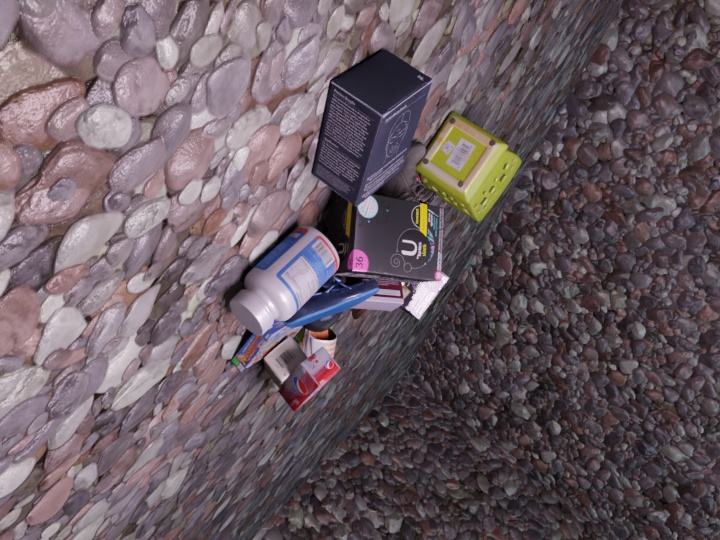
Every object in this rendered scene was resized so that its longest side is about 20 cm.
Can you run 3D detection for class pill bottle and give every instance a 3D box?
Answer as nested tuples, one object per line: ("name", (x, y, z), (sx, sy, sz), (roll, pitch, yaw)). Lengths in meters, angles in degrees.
("pill bottle", (-0.139, 0.019, 1.190), (0.200, 0.112, 0.113), (-45, 163, -28))

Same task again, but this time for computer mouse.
("computer mouse", (-0.058, 0.079, 1.403), (0.139, 0.053, 0.200), (-48, 177, 26))

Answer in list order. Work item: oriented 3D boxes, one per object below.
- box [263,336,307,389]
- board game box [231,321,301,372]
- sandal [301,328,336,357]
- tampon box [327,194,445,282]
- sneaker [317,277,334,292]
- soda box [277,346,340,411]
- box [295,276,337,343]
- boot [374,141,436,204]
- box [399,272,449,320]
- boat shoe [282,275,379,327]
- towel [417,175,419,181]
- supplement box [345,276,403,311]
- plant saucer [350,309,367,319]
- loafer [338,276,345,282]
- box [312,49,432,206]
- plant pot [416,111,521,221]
("box", (-0.173, 0.216, 1.514), (0.082, 0.069, 0.200), (-39, 173, -17))
("board game box", (-0.178, 0.131, 1.419), (0.136, 0.034, 0.200), (-49, 170, 32))
("sandal", (-0.094, 0.150, 1.560), (0.079, 0.059, 0.209), (-8, 105, -36))
("tampon box", (0.048, -0.058, 1.290), (0.126, 0.198, 0.152), (-7, -102, 61))
("sneaker", (-0.132, 0.048, 1.335), (0.200, 0.082, 0.074), (-40, 162, -35))
("soda box", (-0.115, 0.240, 1.436), (0.070, 0.064, 0.200), (-36, 171, -32))
("box", (-0.080, 0.091, 1.657), (0.201, 0.048, 0.122), (-56, 163, 8))
("boot", (0.118, -0.197, 1.470), (0.200, 0.130, 0.068), (-44, 163, -33))
("box", (0.124, 0.030, 1.640), (0.133, 0.114, 0.200), (-53, -172, -2))
("boat shoe", (-0.062, 0.047, 1.271), (0.198, 0.069, 0.084), (-18, 164, -14))
("towel", (0.077, -0.127, 1.538), (0.199, 0.022, 0.146), (-32, 127, -37))
("supplement box", (0.024, -0.020, 1.396), (0.108, 0.202, 0.061), (6, 158, -26))
("plant saucer", (0.034, 0.033, 1.636), (0.201, 0.029, 0.200), (-53, -172, 11))
("loafer", (0.000, 0.000, 1.632), (0.068, 0.076, 0.200), (-55, 173, 36))
("box", (0.016, -0.238, 1.108), (0.148, 0.107, 0.201), (-42, 162, -37))
("plant pot", (0.266, -0.269, 1.663), (0.201, 0.198, 0.181), (-55, 159, 6))
